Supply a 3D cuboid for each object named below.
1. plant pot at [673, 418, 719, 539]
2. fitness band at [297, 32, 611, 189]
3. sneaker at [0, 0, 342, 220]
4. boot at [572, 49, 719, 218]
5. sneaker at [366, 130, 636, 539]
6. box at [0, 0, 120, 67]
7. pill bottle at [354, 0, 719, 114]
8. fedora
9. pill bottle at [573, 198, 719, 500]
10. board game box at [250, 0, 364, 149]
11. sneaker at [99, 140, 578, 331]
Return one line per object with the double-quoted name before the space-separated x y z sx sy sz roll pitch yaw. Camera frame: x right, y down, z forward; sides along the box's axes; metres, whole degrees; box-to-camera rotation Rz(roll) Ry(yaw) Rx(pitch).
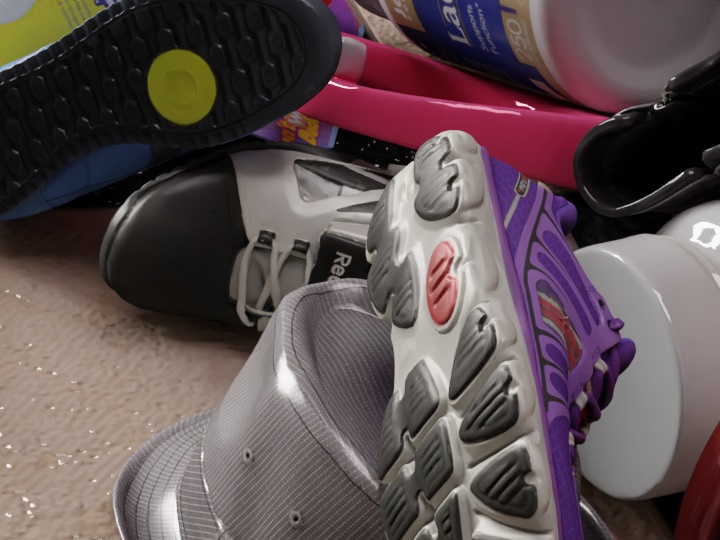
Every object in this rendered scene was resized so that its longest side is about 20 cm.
"plant pot" 0.215 0.103 0.871 0.200 0.201 0.182 -11 35 -30
"fitness band" 0.040 -0.069 1.158 0.143 0.038 0.200 14 7 -11
"sneaker" -0.086 -0.074 1.099 0.200 0.066 0.078 -19 4 30
"boot" 0.188 -0.072 1.060 0.070 0.200 0.132 58 20 19
"sneaker" 0.056 0.036 0.889 0.083 0.081 0.200 19 44 -22
"box" -0.139 -0.147 1.134 0.200 0.118 0.048 -18 11 40
"pill bottle" 0.074 -0.142 1.225 0.115 0.116 0.200 -10 19 -29
"fedora" 0.009 0.068 0.959 0.176 0.091 0.200 -5 36 -23
"pill bottle" 0.176 0.024 1.056 0.199 0.114 0.114 -9 38 -29
"board game box" -0.058 -0.140 1.245 0.158 0.039 0.200 35 31 -13
"sneaker" 0.000 0.000 1.077 0.199 0.074 0.089 -2 33 -18
